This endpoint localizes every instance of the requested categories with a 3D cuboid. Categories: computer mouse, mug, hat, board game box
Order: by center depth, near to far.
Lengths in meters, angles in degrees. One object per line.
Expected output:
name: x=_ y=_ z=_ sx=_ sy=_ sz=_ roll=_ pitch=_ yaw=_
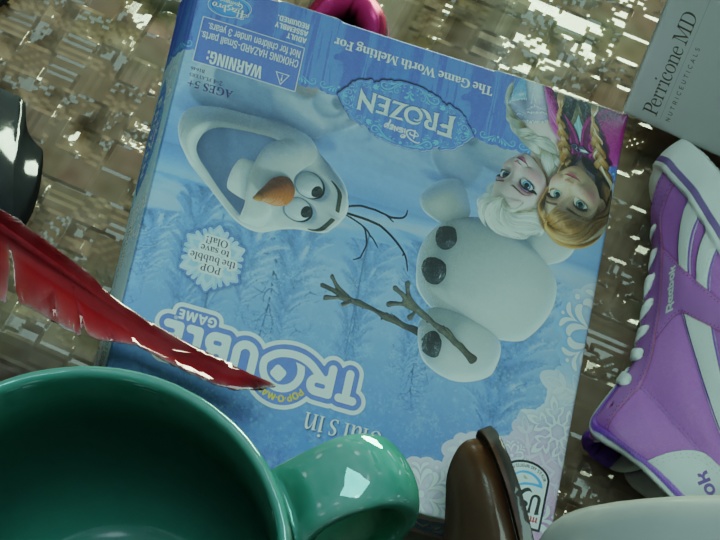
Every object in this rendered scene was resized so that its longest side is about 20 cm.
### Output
mug: x=-0.080 y=0.127 z=0.894 sx=0.185 sy=0.114 sz=0.152 roll=9 pitch=64 yaw=9
hat: x=-0.162 y=-0.041 z=0.972 sx=0.176 sy=0.200 sz=0.166 roll=-18 pitch=22 yaw=-25
board game box: x=0.000 y=0.000 z=1.050 sx=0.200 sy=0.043 sz=0.199 roll=16 pitch=73 yaw=-13
computer mouse: x=-0.174 y=-0.093 z=1.143 sx=0.059 sy=0.034 sz=0.200 roll=1 pitch=57 yaw=-7

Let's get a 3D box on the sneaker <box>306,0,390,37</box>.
sneaker: x=-0.042 y=-0.041 z=1.105 sx=0.081 sy=0.075 sz=0.200 roll=19 pitch=58 yaw=3

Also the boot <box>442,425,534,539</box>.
boot: x=-0.030 y=0.155 z=0.969 sx=0.200 sy=0.064 sz=0.187 roll=-2 pitch=75 yaw=-4

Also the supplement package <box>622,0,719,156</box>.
supplement package: x=0.243 y=-0.103 z=1.146 sx=0.200 sy=0.121 sz=0.120 roll=25 pitch=39 yaw=8

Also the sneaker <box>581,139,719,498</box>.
sneaker: x=0.136 y=0.027 z=1.093 sx=0.114 sy=0.073 sz=0.201 roll=-32 pitch=36 yaw=12

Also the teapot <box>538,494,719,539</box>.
teapot: x=0.147 y=0.163 z=0.898 sx=0.200 sy=0.197 sz=0.146 roll=-1 pitch=76 yaw=16
